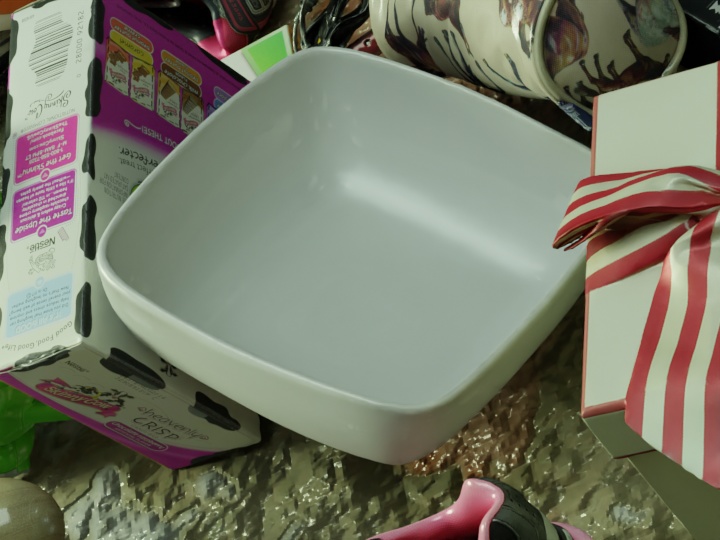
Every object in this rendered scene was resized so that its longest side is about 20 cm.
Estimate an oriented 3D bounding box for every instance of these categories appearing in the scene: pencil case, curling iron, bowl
[{"bbox_3d":[0.076,-0.117,1.405,0.078,0.090,0.200,-33,22,-15],"label":"pencil case"},{"bbox_3d":[0.053,-0.159,1.519,0.199,0.050,0.026,-26,16,4],"label":"curling iron"},{"bbox_3d":[0.000,0.000,1.356,0.200,0.075,0.200,25,50,24],"label":"bowl"}]

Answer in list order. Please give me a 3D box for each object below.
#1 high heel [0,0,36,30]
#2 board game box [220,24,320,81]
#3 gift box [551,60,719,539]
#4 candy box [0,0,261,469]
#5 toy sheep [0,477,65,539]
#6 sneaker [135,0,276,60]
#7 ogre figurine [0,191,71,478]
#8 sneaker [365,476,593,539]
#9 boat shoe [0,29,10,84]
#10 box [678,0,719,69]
[{"bbox_3d":[-0.234,-0.173,1.671,0.199,0.068,0.096,-10,23,11],"label":"high heel"},{"bbox_3d":[-0.096,-0.055,1.554,0.199,0.030,0.096,-25,46,13],"label":"board game box"},{"bbox_3d":[0.195,0.019,1.173,0.184,0.187,0.201,-19,47,22],"label":"gift box"},{"bbox_3d":[-0.109,-0.021,1.431,0.061,0.136,0.201,-20,56,31],"label":"candy box"},{"bbox_3d":[-0.217,0.169,1.385,0.200,0.138,0.138,-38,43,11],"label":"toy sheep"},{"bbox_3d":[-0.136,-0.179,1.572,0.081,0.199,0.075,130,159,-63],"label":"sneaker"},{"bbox_3d":[-0.189,0.026,1.459,0.200,0.098,0.120,-54,48,46],"label":"ogre figurine"},{"bbox_3d":[0.002,0.152,1.269,0.200,0.095,0.079,-33,45,10],"label":"sneaker"},{"bbox_3d":[-0.249,-0.081,1.657,0.074,0.062,0.200,8,46,44],"label":"boat shoe"},{"bbox_3d":[0.208,-0.187,1.408,0.200,0.079,0.141,-45,41,-5],"label":"box"}]
